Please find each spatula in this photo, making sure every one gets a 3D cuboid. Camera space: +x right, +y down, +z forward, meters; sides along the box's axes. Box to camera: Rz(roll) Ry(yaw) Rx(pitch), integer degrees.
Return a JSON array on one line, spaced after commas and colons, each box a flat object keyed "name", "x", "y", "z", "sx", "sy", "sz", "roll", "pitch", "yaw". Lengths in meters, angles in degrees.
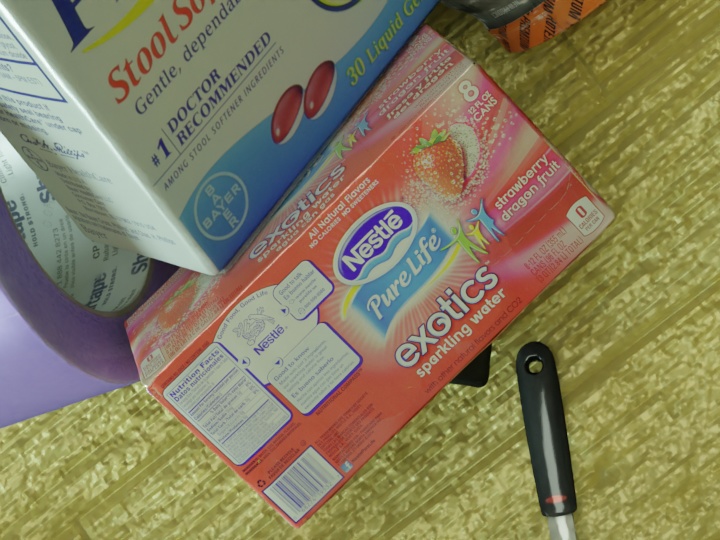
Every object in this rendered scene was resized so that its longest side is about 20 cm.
[{"name": "spatula", "x": 0.100, "y": 0.134, "z": 1.082, "sx": 0.056, "sy": 0.021, "sz": 0.202, "roll": -10, "pitch": 85, "yaw": 12}]

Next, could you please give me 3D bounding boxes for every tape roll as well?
[{"name": "tape roll", "x": -0.168, "y": -0.032, "z": 1.050, "sx": 0.085, "sy": 0.200, "sz": 0.201, "roll": -18, "pitch": 84, "yaw": 22}]

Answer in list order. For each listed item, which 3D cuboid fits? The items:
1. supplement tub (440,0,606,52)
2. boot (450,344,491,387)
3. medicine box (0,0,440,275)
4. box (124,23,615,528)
[{"name": "supplement tub", "x": 0.046, "y": -0.208, "z": 1.031, "sx": 0.122, "sy": 0.123, "sz": 0.200, "roll": -36, "pitch": 104, "yaw": 9}, {"name": "boot", "x": -0.023, "y": -0.012, "z": 1.091, "sx": 0.199, "sy": 0.072, "sz": 0.145, "roll": 15, "pitch": 93, "yaw": 9}, {"name": "medicine box", "x": -0.087, "y": -0.134, "z": 0.964, "sx": 0.103, "sy": 0.200, "sz": 0.182, "roll": 16, "pitch": 61, "yaw": 46}, {"name": "box", "x": 0.000, "y": 0.000, "z": 0.999, "sx": 0.200, "sy": 0.095, "sz": 0.103, "roll": -45, "pitch": 111, "yaw": 4}]
